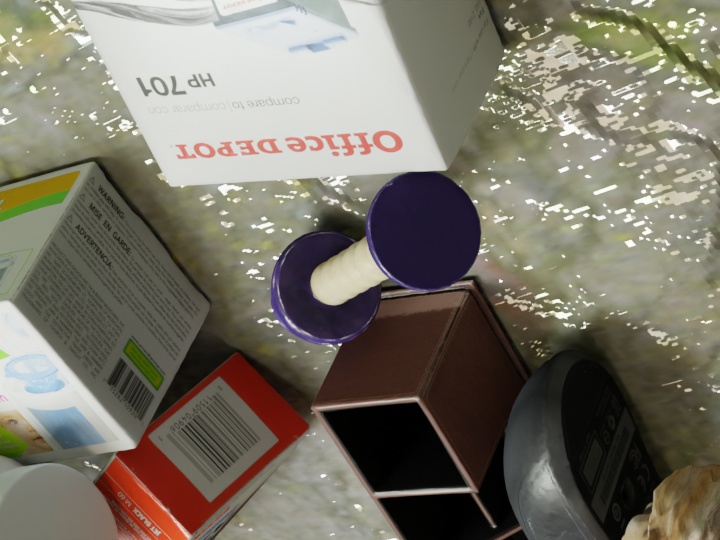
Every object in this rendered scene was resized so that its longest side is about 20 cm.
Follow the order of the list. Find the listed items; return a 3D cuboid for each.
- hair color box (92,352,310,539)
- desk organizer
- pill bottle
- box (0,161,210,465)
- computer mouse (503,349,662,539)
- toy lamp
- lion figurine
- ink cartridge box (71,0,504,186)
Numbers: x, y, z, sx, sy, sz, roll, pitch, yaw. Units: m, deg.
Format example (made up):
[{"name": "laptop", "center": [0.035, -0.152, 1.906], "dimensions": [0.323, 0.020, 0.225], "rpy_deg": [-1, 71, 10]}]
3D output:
[{"name": "hair color box", "center": [-0.119, 0.142, 1.199], "dimensions": [0.064, 0.111, 0.200], "rpy_deg": [46, 137, 4]}, {"name": "desk organizer", "center": [0.058, 0.106, 1.104], "dimensions": [0.071, 0.077, 0.201], "rpy_deg": [-7, 130, 34]}, {"name": "pill bottle", "center": [-0.222, 0.156, 1.132], "dimensions": [0.199, 0.113, 0.112], "rpy_deg": [-14, 126, 39]}, {"name": "box", "center": [-0.200, 0.033, 1.149], "dimensions": [0.199, 0.102, 0.113], "rpy_deg": [-12, 128, 38]}, {"name": "computer mouse", "center": [0.116, 0.131, 1.072], "dimensions": [0.052, 0.139, 0.201], "rpy_deg": [-11, 118, 32]}, {"name": "toy lamp", "center": [0.000, 0.000, 0.998], "dimensions": [0.058, 0.058, 0.200], "rpy_deg": [35, 164, -10]}, {"name": "lion figurine", "center": [0.215, 0.147, 1.026], "dimensions": [0.200, 0.123, 0.072], "rpy_deg": [40, 139, -16]}, {"name": "ink cartridge box", "center": [-0.045, -0.138, 0.893], "dimensions": [0.145, 0.086, 0.201], "rpy_deg": [-3, 131, 28]}]
